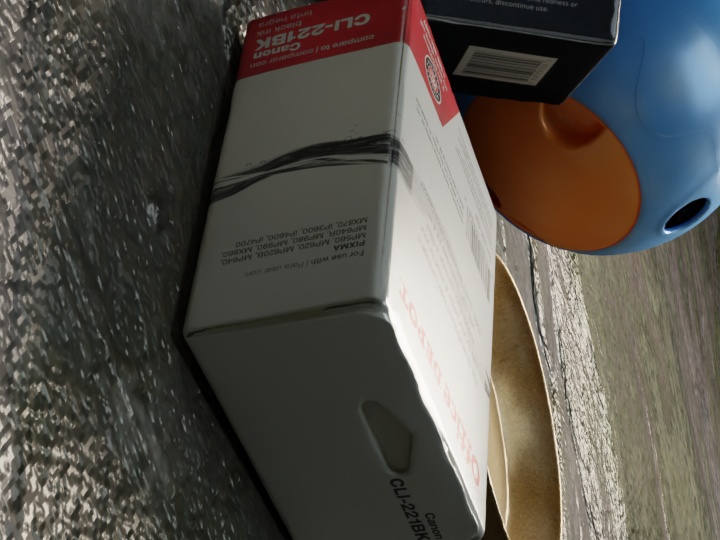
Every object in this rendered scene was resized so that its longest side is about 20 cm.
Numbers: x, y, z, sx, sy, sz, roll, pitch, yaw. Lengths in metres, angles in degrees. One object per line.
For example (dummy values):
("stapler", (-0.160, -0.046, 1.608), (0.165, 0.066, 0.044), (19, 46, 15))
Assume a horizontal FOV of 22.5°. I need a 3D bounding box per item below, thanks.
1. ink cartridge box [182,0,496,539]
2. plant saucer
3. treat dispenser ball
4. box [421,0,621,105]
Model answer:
("ink cartridge box", (0.000, 0.000, 0.769), (0.201, 0.083, 0.145), (-84, 158, -47))
("plant saucer", (0.076, 0.088, 1.052), (0.200, 0.035, 0.202), (-12, 90, -74))
("treat dispenser ball", (0.156, -0.111, 1.164), (0.201, 0.199, 0.203), (-11, 90, -74))
("box", (0.085, -0.209, 0.997), (0.148, 0.106, 0.202), (122, -25, -81))
